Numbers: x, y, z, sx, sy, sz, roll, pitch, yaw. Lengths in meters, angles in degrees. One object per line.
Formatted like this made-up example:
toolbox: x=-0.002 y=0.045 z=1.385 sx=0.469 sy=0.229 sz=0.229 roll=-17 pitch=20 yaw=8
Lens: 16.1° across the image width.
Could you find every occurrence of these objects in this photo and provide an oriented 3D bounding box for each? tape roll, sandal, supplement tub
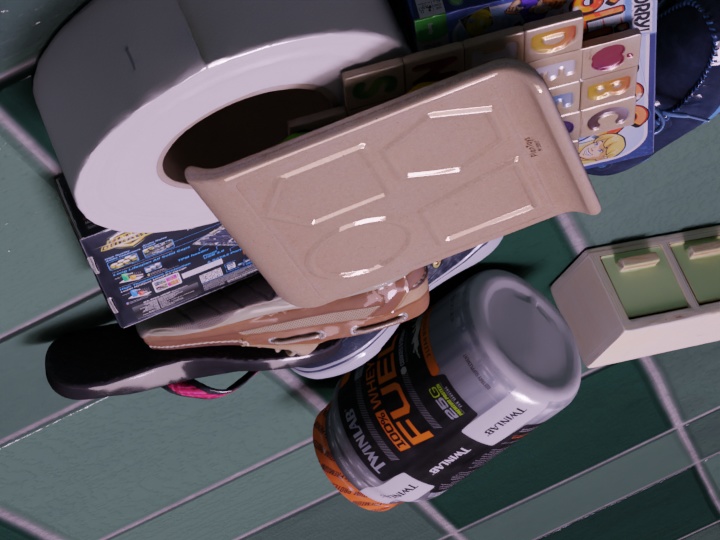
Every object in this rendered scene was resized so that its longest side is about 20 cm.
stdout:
tape roll: x=-0.073 y=-0.100 z=1.382 sx=0.202 sy=0.071 sz=0.202 roll=-20 pitch=160 yaw=-8
sandal: x=-0.111 y=0.057 z=1.708 sx=0.200 sy=0.075 sz=0.045 roll=-10 pitch=132 yaw=-5
supplement tub: x=0.062 y=0.097 z=1.949 sx=0.122 sy=0.123 sz=0.200 roll=1 pitch=148 yaw=-48

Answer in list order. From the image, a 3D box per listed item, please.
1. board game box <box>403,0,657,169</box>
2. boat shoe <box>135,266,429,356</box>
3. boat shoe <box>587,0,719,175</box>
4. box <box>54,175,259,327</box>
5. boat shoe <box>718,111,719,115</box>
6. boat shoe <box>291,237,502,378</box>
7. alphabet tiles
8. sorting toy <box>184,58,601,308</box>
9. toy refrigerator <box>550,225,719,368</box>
board game box: x=0.098 y=-0.114 z=1.433 sx=0.135 sy=0.035 sz=0.200 roll=-14 pitch=152 yaw=-1
boat shoe: x=-0.049 y=0.025 z=1.651 sx=0.200 sy=0.076 sz=0.072 roll=-12 pitch=127 yaw=17
boat shoe: x=0.179 y=-0.107 z=1.626 sx=0.069 sy=0.084 sz=0.200 roll=-14 pitch=156 yaw=-27
box: x=-0.075 y=-0.044 z=1.554 sx=0.200 sy=0.046 sz=0.159 roll=-22 pitch=160 yaw=-4
boat shoe: x=0.269 y=-0.124 z=1.698 sx=0.074 sy=0.073 sz=0.200 roll=-30 pitch=155 yaw=8
boat shoe: x=0.000 y=0.000 z=1.728 sx=0.200 sy=0.071 sz=0.091 roll=-40 pitch=152 yaw=25
alphabet tiles: x=0.059 y=-0.082 z=1.416 sx=0.200 sy=0.006 sz=0.166 roll=-15 pitch=153 yaw=-5
sorting toy: x=0.021 y=-0.050 z=1.416 sx=0.200 sy=0.037 sz=0.185 roll=-17 pitch=154 yaw=9
toy refrigerator: x=0.258 y=0.014 z=2.026 sx=0.200 sy=0.076 sz=0.070 roll=-10 pitch=156 yaw=-32
